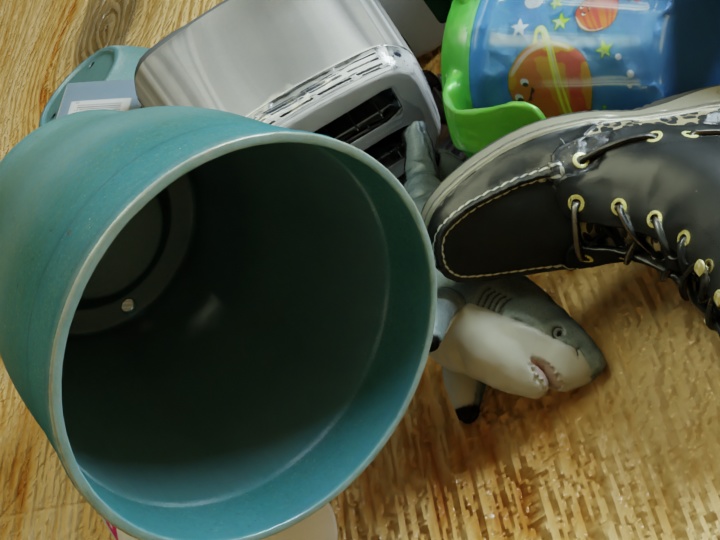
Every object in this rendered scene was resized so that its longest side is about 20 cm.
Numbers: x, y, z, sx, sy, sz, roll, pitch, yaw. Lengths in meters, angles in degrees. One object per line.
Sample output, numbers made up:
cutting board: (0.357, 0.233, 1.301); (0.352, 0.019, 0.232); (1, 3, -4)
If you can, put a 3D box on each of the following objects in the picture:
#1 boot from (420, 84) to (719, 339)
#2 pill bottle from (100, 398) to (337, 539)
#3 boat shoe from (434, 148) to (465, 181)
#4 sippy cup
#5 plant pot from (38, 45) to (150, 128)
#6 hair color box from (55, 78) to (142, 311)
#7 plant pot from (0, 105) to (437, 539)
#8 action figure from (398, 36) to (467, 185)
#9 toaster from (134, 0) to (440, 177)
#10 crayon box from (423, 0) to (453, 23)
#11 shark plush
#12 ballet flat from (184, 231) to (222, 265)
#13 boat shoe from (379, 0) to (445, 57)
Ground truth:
boot: (0.137, -0.013, 0.664); (0.203, 0.074, 0.154); (-17, 37, 0)
pill bottle: (-0.097, 0.115, 0.808); (0.113, 0.113, 0.200); (-49, 33, -4)
boat shoe: (0.000, 0.000, 0.876); (0.200, 0.062, 0.073); (-39, 34, 15)
sippy cup: (0.136, -0.115, 0.786); (0.130, 0.140, 0.178); (7, 67, 41)
plant pot: (-0.185, -0.108, 1.169); (0.200, 0.135, 0.200); (-32, 33, 24)
hair color box: (-0.162, -0.021, 0.975); (0.061, 0.200, 0.099); (-3, 41, 4)
plant pot: (-0.098, 0.005, 0.698); (0.200, 0.200, 0.188); (-51, 41, -8)
action figure: (0.013, -0.098, 0.973); (0.130, 0.069, 0.200); (-27, 38, 9)
toaster: (-0.037, -0.109, 0.892); (0.200, 0.114, 0.129); (-30, 50, -1)
crayon box: (0.131, -0.244, 0.925); (0.200, 0.058, 0.173); (-37, 11, 0)
shark plush: (0.063, -0.002, 0.782); (0.083, 0.091, 0.200); (-25, 39, 5)
ballet flat: (-0.081, 0.023, 0.896); (0.069, 0.069, 0.200); (-58, 3, -18)
boat shoe: (-0.001, -0.176, 1.083); (0.200, 0.069, 0.057); (-34, 17, 12)
